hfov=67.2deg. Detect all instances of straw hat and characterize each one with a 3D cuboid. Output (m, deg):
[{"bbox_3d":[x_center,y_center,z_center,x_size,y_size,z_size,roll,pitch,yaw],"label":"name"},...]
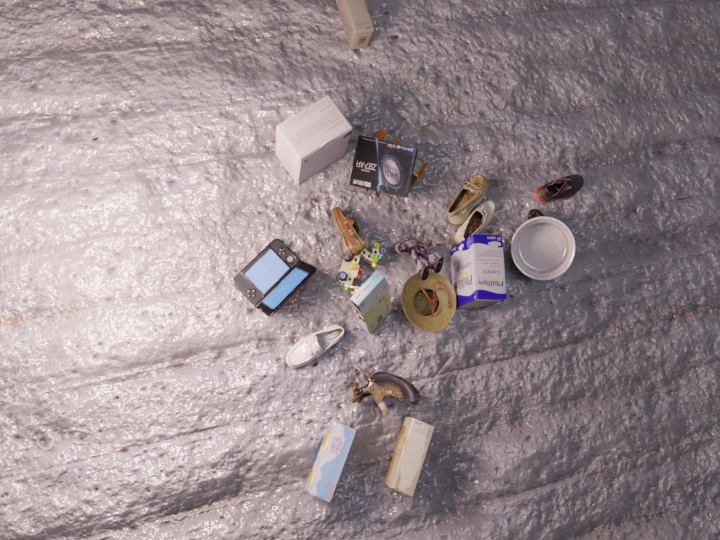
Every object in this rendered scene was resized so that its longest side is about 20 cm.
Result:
[{"bbox_3d":[0.197,0.104,1.698,0.198,0.085,0.205,7,73,-22],"label":"straw hat"}]

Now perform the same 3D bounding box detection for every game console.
[{"bbox_3d":[-0.258,0.014,1.612,0.172,0.119,0.200,45,74,1],"label":"game console"}]

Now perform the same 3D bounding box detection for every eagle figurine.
[{"bbox_3d":[0.074,0.352,1.596,0.196,0.152,0.153,-14,118,3],"label":"eagle figurine"}]

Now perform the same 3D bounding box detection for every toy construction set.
[{"bbox_3d":[0.000,0.000,1.684,0.129,0.092,0.203,18,65,-7],"label":"toy construction set"}]

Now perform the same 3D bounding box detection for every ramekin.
[{"bbox_3d":[0.592,-0.075,1.765,0.197,0.098,0.205,2,97,18],"label":"ramekin"}]

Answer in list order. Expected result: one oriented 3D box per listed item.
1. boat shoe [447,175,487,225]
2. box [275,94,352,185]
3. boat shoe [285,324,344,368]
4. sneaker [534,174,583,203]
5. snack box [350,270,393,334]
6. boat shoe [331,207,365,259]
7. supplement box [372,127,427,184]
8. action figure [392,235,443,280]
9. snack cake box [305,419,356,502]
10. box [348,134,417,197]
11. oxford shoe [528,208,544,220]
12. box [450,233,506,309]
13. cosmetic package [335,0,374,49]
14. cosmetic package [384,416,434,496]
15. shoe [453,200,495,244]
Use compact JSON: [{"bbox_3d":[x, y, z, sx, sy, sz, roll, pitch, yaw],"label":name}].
[{"bbox_3d":[0.356,-0.243,1.798,0.073,0.063,0.202,21,71,39],"label":"boat shoe"},{"bbox_3d":[-0.148,-0.399,1.677,0.198,0.200,0.132,-35,84,-16],"label":"box"},{"bbox_3d":[-0.135,0.220,1.617,0.198,0.069,0.071,-33,87,-15],"label":"boat shoe"},{"bbox_3d":[0.703,-0.287,1.877,0.197,0.082,0.078,-23,83,-14],"label":"sneaker"},{"bbox_3d":[0.037,0.099,1.613,0.037,0.201,0.116,35,71,28],"label":"snack box"},{"bbox_3d":[-0.034,-0.125,1.676,0.067,0.072,0.202,-28,56,10],"label":"boat shoe"},{"bbox_3d":[0.121,-0.376,1.793,0.199,0.067,0.069,40,72,-1],"label":"supplement box"},{"bbox_3d":[0.181,-0.058,1.699,0.128,0.070,0.201,-17,40,-17],"label":"action figure"},{"bbox_3d":[-0.085,0.535,1.537,0.066,0.115,0.203,23,75,-5],"label":"snack cake box"},{"bbox_3d":[0.073,-0.333,1.740,0.196,0.044,0.163,13,99,3],"label":"box"},{"bbox_3d":[0.643,-0.128,1.847,0.084,0.073,0.202,-31,88,-30],"label":"oxford shoe"},{"bbox_3d":[0.364,0.008,1.698,0.103,0.184,0.204,1,78,-12],"label":"box"},{"bbox_3d":[-0.021,-0.876,1.852,0.070,0.105,0.204,-13,83,-15],"label":"cosmetic package"},{"bbox_3d":[0.141,0.538,1.580,0.070,0.105,0.203,22,74,-4],"label":"cosmetic package"},{"bbox_3d":[0.390,-0.162,1.806,0.070,0.053,0.200,43,74,0],"label":"shoe"}]
